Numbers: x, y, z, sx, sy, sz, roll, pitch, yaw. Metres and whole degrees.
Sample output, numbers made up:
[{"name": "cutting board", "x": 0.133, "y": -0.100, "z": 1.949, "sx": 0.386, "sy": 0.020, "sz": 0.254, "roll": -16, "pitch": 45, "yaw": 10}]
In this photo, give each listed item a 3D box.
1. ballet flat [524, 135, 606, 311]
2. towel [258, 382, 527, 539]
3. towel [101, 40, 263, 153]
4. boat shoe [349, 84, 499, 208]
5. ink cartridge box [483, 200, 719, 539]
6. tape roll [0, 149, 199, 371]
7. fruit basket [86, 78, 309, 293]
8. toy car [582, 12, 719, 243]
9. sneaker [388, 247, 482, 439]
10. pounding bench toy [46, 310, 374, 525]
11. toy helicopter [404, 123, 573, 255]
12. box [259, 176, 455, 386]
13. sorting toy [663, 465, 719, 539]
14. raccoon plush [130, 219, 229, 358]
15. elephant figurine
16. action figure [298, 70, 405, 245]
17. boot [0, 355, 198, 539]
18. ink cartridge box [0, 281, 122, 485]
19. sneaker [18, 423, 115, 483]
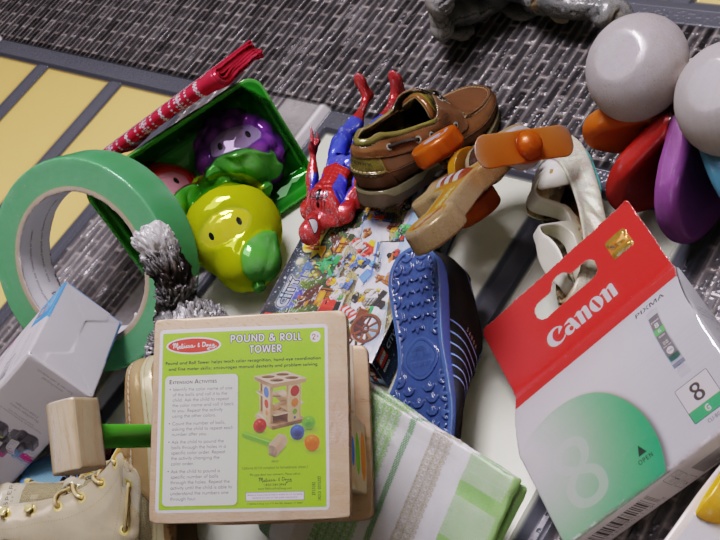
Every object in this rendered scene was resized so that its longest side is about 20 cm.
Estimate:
[{"name": "ballet flat", "x": 0.168, "y": -0.044, "z": 0.876, "sx": 0.061, "sy": 0.068, "sz": 0.202, "roll": 7, "pitch": 44, "yaw": -18}, {"name": "towel", "x": 0.017, "y": 0.172, "z": 0.781, "sx": 0.199, "sy": 0.031, "sz": 0.151, "roll": 27, "pitch": 97, "yaw": 39}, {"name": "towel", "x": -0.191, "y": -0.155, "z": 1.059, "sx": 0.199, "sy": 0.023, "sz": 0.145, "roll": -31, "pitch": 14, "yaw": 22}, {"name": "boat shoe", "x": 0.065, "y": -0.133, "z": 0.980, "sx": 0.071, "sy": 0.069, "sz": 0.200, "roll": 10, "pitch": 37, "yaw": 36}, {"name": "ink cartridge box", "x": 0.168, "y": 0.065, "z": 0.748, "sx": 0.161, "sy": 0.050, "sz": 0.201, "roll": -44, "pitch": 51, "yaw": 23}, {"name": "tape roll", "x": -0.247, "y": -0.009, "z": 0.997, "sx": 0.198, "sy": 0.203, "sz": 0.048, "roll": -7, "pitch": 12, "yaw": 24}, {"name": "fruit basket", "x": -0.143, "y": -0.069, "z": 1.034, "sx": 0.214, "sy": 0.156, "sz": 0.217, "roll": -25, "pitch": 28, "yaw": 14}, {"name": "toy car", "x": 0.260, "y": -0.099, "z": 0.832, "sx": 0.199, "sy": 0.174, "sz": 0.152, "roll": 31, "pitch": 101, "yaw": 42}, {"name": "sneaker", "x": 0.063, "y": 0.084, "z": 0.836, "sx": 0.069, "sy": 0.078, "sz": 0.203, "roll": -8, "pitch": 71, "yaw": 37}, {"name": "pounding bench toy", "x": -0.095, "y": 0.109, "z": 0.732, "sx": 0.197, "sy": 0.156, "sz": 0.126, "roll": -3, "pitch": 76, "yaw": 5}, {"name": "toy helicopter", "x": 0.091, "y": -0.067, "z": 0.843, "sx": 0.131, "sy": 0.079, "sz": 0.200, "roll": -26, "pitch": 14, "yaw": 32}, {"name": "box", "x": 0.000, "y": 0.000, "z": 0.959, "sx": 0.135, "sy": 0.038, "sz": 0.201, "roll": 7, "pitch": 56, "yaw": 33}, {"name": "sorting toy", "x": 0.241, "y": 0.226, "z": 0.612, "sx": 0.179, "sy": 0.107, "sz": 0.200, "roll": 35, "pitch": 73, "yaw": 23}, {"name": "raccoon plush", "x": -0.123, "y": 0.064, "z": 0.872, "sx": 0.133, "sy": 0.202, "sz": 0.097, "roll": 8, "pitch": 42, "yaw": 49}, {"name": "elephant figurine", "x": 0.165, "y": -0.303, "z": 1.087, "sx": 0.197, "sy": 0.158, "sz": 0.141, "roll": -7, "pitch": 6, "yaw": 10}, {"name": "action figure", "x": -0.016, "y": -0.105, "z": 1.000, "sx": 0.065, "sy": 0.052, "sz": 0.202, "roll": 4, "pitch": 57, "yaw": 27}, {"name": "boot", "x": -0.206, "y": 0.162, "z": 0.816, "sx": 0.153, "sy": 0.203, "sz": 0.073, "roll": 1, "pitch": 16, "yaw": 11}, {"name": "ink cartridge box", "x": -0.306, "y": 0.120, "z": 0.954, "sx": 0.200, "sy": 0.068, "sz": 0.116, "roll": -44, "pitch": 20, "yaw": 23}, {"name": "sneaker", "x": -0.210, "y": 0.159, "z": 0.900, "sx": 0.198, "sy": 0.090, "sz": 0.079, "roll": -13, "pitch": 47, "yaw": 22}]
